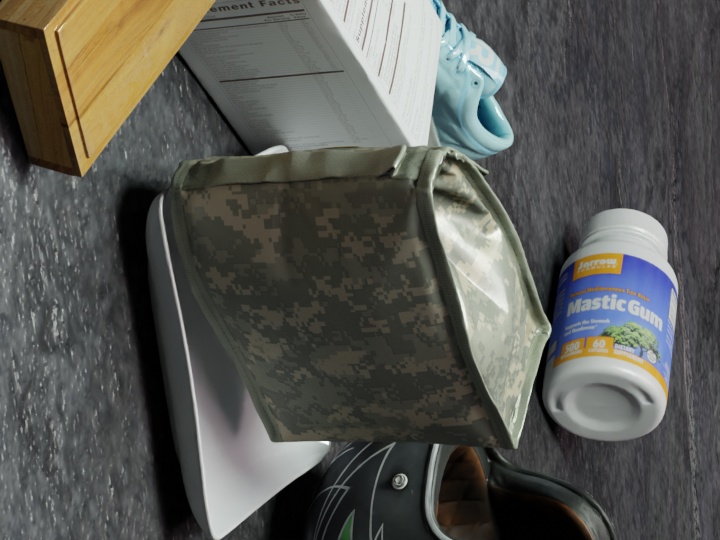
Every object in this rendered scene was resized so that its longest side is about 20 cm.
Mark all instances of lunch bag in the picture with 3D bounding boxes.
[{"bbox_3d":[0.000,0.000,1.299,0.201,0.163,0.118,65,34,-43],"label":"lunch bag"}]

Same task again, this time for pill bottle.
[{"bbox_3d":[0.229,0.044,2.078,0.112,0.111,0.201,64,29,-44],"label":"pill bottle"}]

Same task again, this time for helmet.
[{"bbox_3d":[0.052,0.189,1.456,0.201,0.190,0.200,-57,170,-15],"label":"helmet"}]

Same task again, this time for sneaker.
[{"bbox_3d":[0.067,-0.165,1.726,0.201,0.081,0.074,65,28,-43],"label":"sneaker"}]

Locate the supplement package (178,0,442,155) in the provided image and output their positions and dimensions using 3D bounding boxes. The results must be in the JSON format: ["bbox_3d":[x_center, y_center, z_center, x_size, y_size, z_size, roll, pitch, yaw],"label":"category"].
[{"bbox_3d":[-0.036,-0.157,1.399,0.200,0.113,0.110,55,37,-55],"label":"supplement package"}]

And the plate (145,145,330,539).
[{"bbox_3d":[-0.076,0.038,1.364,0.199,0.032,0.202,-30,113,-67],"label":"plate"}]

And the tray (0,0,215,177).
[{"bbox_3d":[-0.117,-0.153,1.196,0.099,0.037,0.201,81,31,-46],"label":"tray"}]
